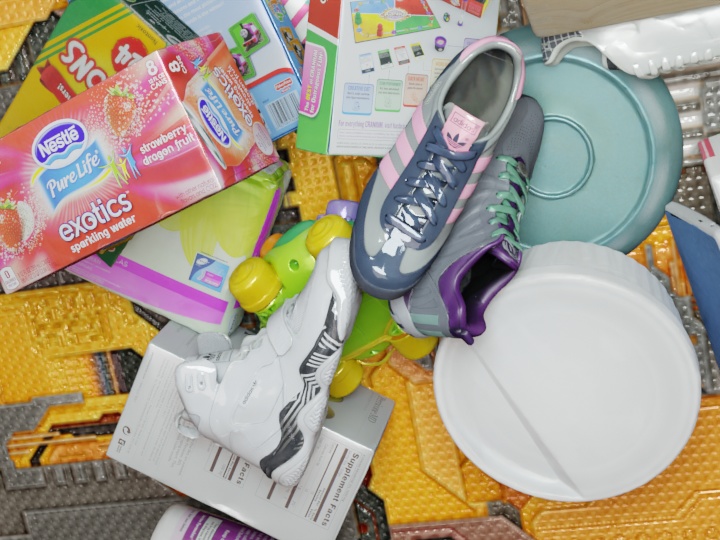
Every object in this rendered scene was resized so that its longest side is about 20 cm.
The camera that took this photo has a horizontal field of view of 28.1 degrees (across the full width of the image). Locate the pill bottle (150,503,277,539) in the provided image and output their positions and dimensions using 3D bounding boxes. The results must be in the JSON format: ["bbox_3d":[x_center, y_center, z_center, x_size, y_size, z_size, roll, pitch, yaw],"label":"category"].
[{"bbox_3d":[-0.086,0.281,1.231,0.198,0.112,0.113,17,109,8],"label":"pill bottle"}]

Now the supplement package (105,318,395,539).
[{"bbox_3d":[-0.087,0.129,1.185,0.198,0.114,0.110,25,109,2],"label":"supplement package"}]

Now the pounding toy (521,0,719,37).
[{"bbox_3d":[0.154,-0.255,0.960,0.198,0.142,0.186,-8,67,14],"label":"pounding toy"}]

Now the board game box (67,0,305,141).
[{"bbox_3d":[-0.128,-0.176,1.070,0.150,0.037,0.202,-23,96,25],"label":"board game box"}]

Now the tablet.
[{"bbox_3d":[0.279,0.050,1.072,0.014,0.130,0.202,-22,103,0],"label":"tablet"}]

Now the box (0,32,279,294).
[{"bbox_3d":[-0.170,-0.073,0.986,0.199,0.095,0.101,-23,96,27],"label":"box"}]

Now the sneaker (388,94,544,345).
[{"bbox_3d":[0.101,-0.035,1.042,0.074,0.087,0.202,35,76,-37],"label":"sneaker"}]

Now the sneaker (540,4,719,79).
[{"bbox_3d":[0.229,-0.175,1.039,0.198,0.076,0.082,11,91,21],"label":"sneaker"}]

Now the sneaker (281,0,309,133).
[{"bbox_3d":[-0.061,-0.167,1.111,0.197,0.084,0.122,3,98,10],"label":"sneaker"}]

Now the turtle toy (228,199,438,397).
[{"bbox_3d":[0.000,0.000,1.130,0.199,0.102,0.146,-28,122,23],"label":"turtle toy"}]

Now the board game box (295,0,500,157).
[{"bbox_3d":[0.033,-0.183,1.038,0.040,0.152,0.203,17,104,51],"label":"board game box"}]

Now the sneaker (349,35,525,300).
[{"bbox_3d":[0.052,-0.076,0.989,0.070,0.082,0.202,26,78,-3],"label":"sneaker"}]

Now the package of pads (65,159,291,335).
[{"bbox_3d":[-0.168,-0.055,1.172,0.198,0.068,0.156,23,110,4],"label":"package of pads"}]

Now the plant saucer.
[{"bbox_3d":[0.149,-0.090,1.115,0.198,0.027,0.203,3,107,11],"label":"plant saucer"}]

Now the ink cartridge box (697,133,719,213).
[{"bbox_3d":[0.319,-0.002,1.040,0.084,0.146,0.202,-19,102,14],"label":"ink cartridge box"}]

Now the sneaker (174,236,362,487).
[{"bbox_3d":[-0.070,0.058,1.062,0.114,0.075,0.202,18,113,3],"label":"sneaker"}]

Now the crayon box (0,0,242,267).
[{"bbox_3d":[-0.192,-0.106,1.068,0.127,0.051,0.201,41,117,7],"label":"crayon box"}]

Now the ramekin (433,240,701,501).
[{"bbox_3d":[0.160,0.070,1.109,0.200,0.094,0.204,6,118,11],"label":"ramekin"}]
